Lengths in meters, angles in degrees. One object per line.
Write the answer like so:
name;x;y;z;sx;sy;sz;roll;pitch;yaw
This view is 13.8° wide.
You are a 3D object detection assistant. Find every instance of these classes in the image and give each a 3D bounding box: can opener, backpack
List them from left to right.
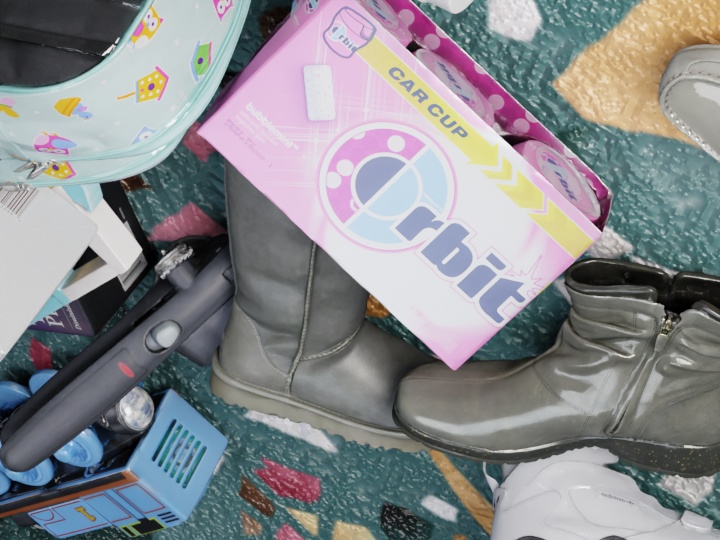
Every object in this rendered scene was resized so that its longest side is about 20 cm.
backpack;-0.154;-0.134;1.566;0.200;0.176;0.153;-2;146;37
can opener;-0.135;0.050;1.751;0.079;0.200;0.063;52;-178;-10

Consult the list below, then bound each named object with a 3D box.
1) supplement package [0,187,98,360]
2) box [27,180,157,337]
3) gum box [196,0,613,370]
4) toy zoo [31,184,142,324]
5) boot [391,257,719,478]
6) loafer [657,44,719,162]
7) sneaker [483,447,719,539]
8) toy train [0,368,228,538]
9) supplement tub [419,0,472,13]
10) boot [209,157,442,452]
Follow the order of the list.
supplement package;-0.255;0.021;1.699;0.114;0.110;0.200;38;141;-6
box;-0.228;-0.062;1.779;0.141;0.079;0.200;7;135;36
gum box;0.020;-0.061;1.556;0.200;0.066;0.113;43;113;-9
toy zoo;-0.212;-0.030;1.721;0.131;0.020;0.200;45;140;-14
boot;0.116;0.042;1.621;0.200;0.068;0.131;4;133;7
loafer;0.232;-0.045;1.445;0.200;0.070;0.070;28;142;10
sneaker;0.164;0.145;1.705;0.200;0.115;0.075;1;143;-12
toy train;-0.184;0.123;1.939;0.114;0.087;0.200;45;142;-22
supplement tub;-0.015;-0.218;1.386;0.200;0.144;0.144;29;143;9
boot;0.001;0.001;1.682;0.182;0.073;0.200;9;123;-4
